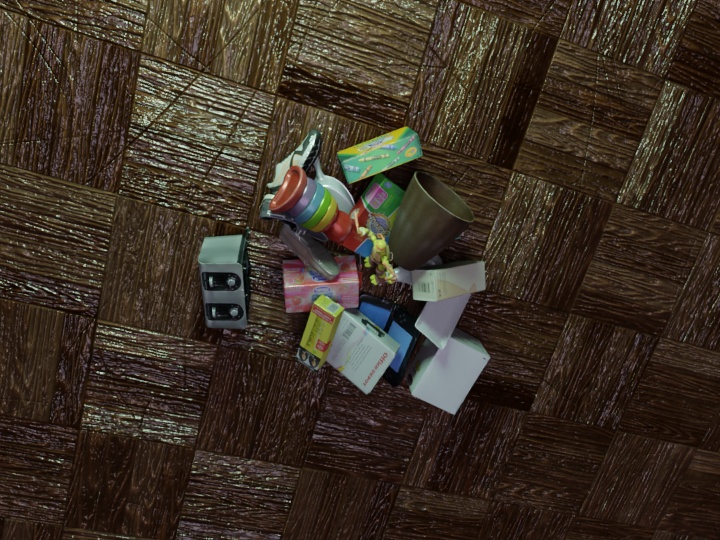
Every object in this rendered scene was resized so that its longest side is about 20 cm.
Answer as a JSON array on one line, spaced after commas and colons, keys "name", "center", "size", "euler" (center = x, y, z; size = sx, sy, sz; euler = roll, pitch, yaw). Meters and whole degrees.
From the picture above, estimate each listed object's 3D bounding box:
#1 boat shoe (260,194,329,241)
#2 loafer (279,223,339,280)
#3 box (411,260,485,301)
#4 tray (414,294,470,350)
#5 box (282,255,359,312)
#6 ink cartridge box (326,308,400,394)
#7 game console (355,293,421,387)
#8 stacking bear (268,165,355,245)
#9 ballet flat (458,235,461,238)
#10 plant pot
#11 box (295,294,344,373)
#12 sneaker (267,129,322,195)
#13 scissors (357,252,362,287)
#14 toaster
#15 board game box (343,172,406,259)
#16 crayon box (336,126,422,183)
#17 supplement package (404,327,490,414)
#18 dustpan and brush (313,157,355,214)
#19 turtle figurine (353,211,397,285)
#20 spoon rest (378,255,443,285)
[{"name": "boat shoe", "center": [-0.161, -0.113, 1.539], "size": [0.197, 0.072, 0.064], "euler": [29, 63, -21]}, {"name": "loafer", "center": [-0.133, -0.045, 1.586], "size": [0.200, 0.071, 0.063], "euler": [48, 122, 14]}, {"name": "box", "center": [0.234, 0.025, 1.632], "size": [0.196, 0.094, 0.081], "euler": [-9, 97, -38]}, {"name": "tray", "center": [0.222, 0.107, 1.691], "size": [0.107, 0.022, 0.202], "euler": [39, 60, -12]}, {"name": "box", "center": [-0.104, 0.036, 1.617], "size": [0.193, 0.104, 0.097], "euler": [-4, 135, -6]}, {"name": "ink cartridge box", "center": [-0.010, 0.208, 1.674], "size": [0.198, 0.083, 0.147], "euler": [38, 107, 7]}, {"name": "game console", "center": [0.053, 0.195, 1.706], "size": [0.117, 0.171, 0.205], "euler": [5, 114, -45]}, {"name": "stacking bear", "center": [-0.100, -0.141, 1.478], "size": [0.198, 0.113, 0.124], "euler": [35, 78, -30]}, {"name": "ballet flat", "center": [0.174, -0.088, 1.651], "size": [0.194, 0.069, 0.065], "euler": [-20, 98, -2]}, {"name": "plant pot", "center": [0.154, -0.106, 1.550], "size": [0.184, 0.189, 0.202], "euler": [28, 116, -17]}, {"name": "box", "center": [-0.106, 0.165, 1.601], "size": [0.074, 0.050, 0.204], "euler": [31, 124, 13]}, {"name": "sneaker", "center": [-0.164, -0.262, 1.524], "size": [0.079, 0.074, 0.203], "euler": [35, 106, 11]}, {"name": "scissors", "center": [0.000, 0.000, 1.590], "size": [0.013, 0.200, 0.076], "euler": [-1, 84, -2]}, {"name": "toaster", "center": [-0.333, 0.018, 1.553], "size": [0.114, 0.202, 0.186], "euler": [-1, 119, -5]}, {"name": "board game box", "center": [0.044, -0.132, 1.595], "size": [0.151, 0.040, 0.202], "euler": [25, 106, -43]}, {"name": "crayon box", "center": [0.045, -0.286, 1.529], "size": [0.194, 0.119, 0.060], "euler": [-21, 112, -1]}, {"name": "supplement package", "center": [0.244, 0.274, 1.768], "size": [0.153, 0.111, 0.204], "euler": [26, 104, -17]}, {"name": "dustpan and brush", "center": [-0.094, -0.209, 1.577], "size": [0.135, 0.058, 0.205], "euler": [-14, 118, 5]}, {"name": "turtle figurine", "center": [0.042, -0.044, 1.539], "size": [0.063, 0.162, 0.202], "euler": [-29, 71, -16]}, {"name": "spoon rest", "center": [0.133, 0.003, 1.681], "size": [0.193, 0.061, 0.103], "euler": [-9, 88, -13]}]
